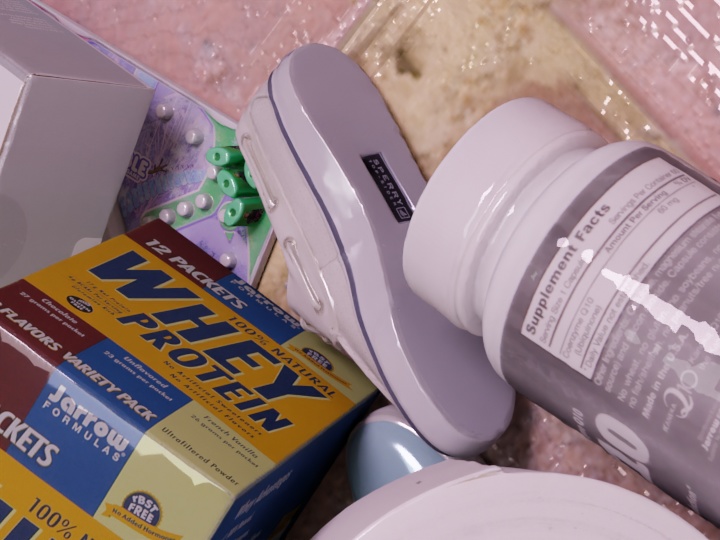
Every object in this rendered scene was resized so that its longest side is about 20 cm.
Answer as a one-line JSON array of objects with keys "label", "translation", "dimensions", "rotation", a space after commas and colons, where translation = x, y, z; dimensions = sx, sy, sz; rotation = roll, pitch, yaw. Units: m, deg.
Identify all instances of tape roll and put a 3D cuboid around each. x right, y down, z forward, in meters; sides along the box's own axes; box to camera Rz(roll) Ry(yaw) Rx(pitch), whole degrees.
[{"label": "tape roll", "translation": [0.056, 0.177, 0.975], "dimensions": [0.202, 0.139, 0.203], "rotation": [0, 87, -5]}]

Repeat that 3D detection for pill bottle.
[{"label": "pill bottle", "translation": [0.121, 0.020, 0.983], "dimensions": [0.200, 0.114, 0.114], "rotation": [34, 111, 28]}]

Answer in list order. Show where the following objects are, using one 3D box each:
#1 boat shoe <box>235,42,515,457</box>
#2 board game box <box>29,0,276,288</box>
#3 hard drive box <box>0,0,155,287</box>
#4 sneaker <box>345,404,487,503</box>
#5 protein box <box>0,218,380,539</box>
[{"label": "boat shoe", "translation": [0.000, 0.000, 1.103], "dimensions": [0.070, 0.071, 0.200], "rotation": [-41, 69, 41]}, {"label": "board game box", "translation": [-0.143, -0.008, 1.220], "dimensions": [0.200, 0.026, 0.200], "rotation": [32, 111, 28]}, {"label": "hard drive box", "translation": [-0.207, -0.061, 1.189], "dimensions": [0.200, 0.077, 0.156], "rotation": [37, 113, 39]}, {"label": "sneaker", "translation": [0.034, 0.153, 1.078], "dimensions": [0.074, 0.082, 0.200], "rotation": [-30, 77, 31]}, {"label": "protein box", "translation": [-0.120, 0.110, 1.088], "dimensions": [0.135, 0.199, 0.200], "rotation": [35, 109, 9]}]
